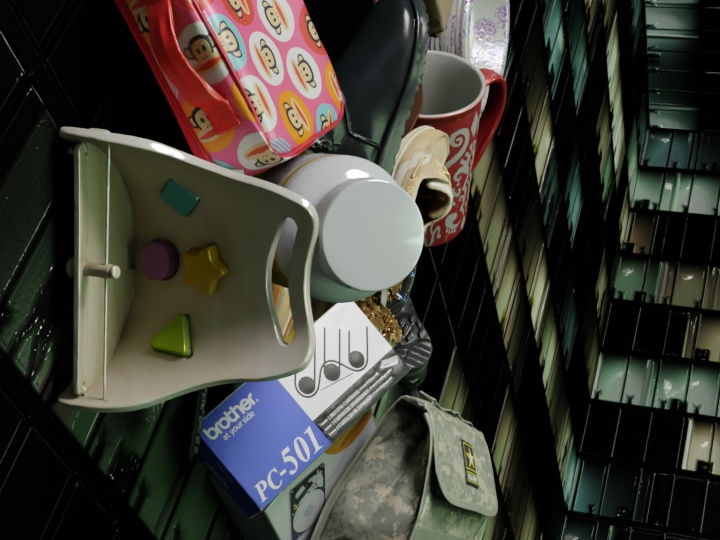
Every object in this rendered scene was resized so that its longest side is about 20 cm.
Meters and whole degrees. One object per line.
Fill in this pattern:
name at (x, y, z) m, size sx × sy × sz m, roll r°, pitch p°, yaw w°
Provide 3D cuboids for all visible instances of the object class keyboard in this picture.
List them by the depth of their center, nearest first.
keyboard at (-0.113, 0.048, 0.976) m, size 0.104 × 0.039 × 0.201 m, roll -163°, pitch -97°, yaw -78°

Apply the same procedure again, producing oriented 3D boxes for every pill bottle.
pill bottle at (-0.028, -0.035, 0.953) m, size 0.200 × 0.112 × 0.113 m, roll -163°, pitch -103°, yaw -67°

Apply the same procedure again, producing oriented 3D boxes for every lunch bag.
lunch bag at (-0.101, -0.169, 0.914) m, size 0.201 × 0.082 × 0.176 m, roll 64°, pitch 27°, yaw -11°
lunch bag at (0.056, 0.228, 1.200) m, size 0.164 × 0.117 × 0.201 m, roll 34°, pitch 79°, yaw -59°

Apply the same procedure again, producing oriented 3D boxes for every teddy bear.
teddy bear at (0.000, 0.000, 1.238) m, size 0.145 × 0.066 × 0.201 m, roll -11°, pitch 95°, yaw -65°

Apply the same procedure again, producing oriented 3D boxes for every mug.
mug at (0.095, -0.138, 1.429) m, size 0.134 × 0.177 × 0.201 m, roll -106°, pitch -168°, yaw -47°

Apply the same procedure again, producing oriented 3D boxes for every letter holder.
letter holder at (-0.004, -0.229, 1.235) m, size 0.142 × 0.100 × 0.201 m, roll -63°, pitch 152°, yaw -49°

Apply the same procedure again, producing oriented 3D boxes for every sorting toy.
sorting toy at (-0.115, 0.002, 0.873) m, size 0.107 × 0.179 × 0.201 m, roll -24°, pitch 119°, yaw -67°

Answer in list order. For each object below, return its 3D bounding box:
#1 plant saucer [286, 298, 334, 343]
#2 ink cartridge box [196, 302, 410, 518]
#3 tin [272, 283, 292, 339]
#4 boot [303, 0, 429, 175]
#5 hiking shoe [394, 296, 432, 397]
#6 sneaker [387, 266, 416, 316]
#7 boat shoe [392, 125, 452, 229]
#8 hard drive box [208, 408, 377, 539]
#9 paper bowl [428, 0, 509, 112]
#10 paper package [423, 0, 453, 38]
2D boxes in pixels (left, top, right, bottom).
plant saucer at (-0.045, 0.083, 1.291) m, size 0.200 × 0.048 × 0.201 m, roll 73°, pitch 31°, yaw -48°
ink cartridge box at (-0.055, 0.119, 1.100) m, size 0.200 × 0.094 × 0.044 m, roll -40°, pitch 179°, yaw -29°
tin at (-0.079, -0.012, 1.119) m, size 0.112 × 0.042 × 0.201 m, roll 70°, pitch 31°, yaw -46°
boot at (-0.036, -0.168, 1.072) m, size 0.168 × 0.076 × 0.201 m, roll 13°, pitch 93°, yaw -32°
hiking shoe at (0.028, 0.052, 1.395) m, size 0.101 × 0.075 × 0.201 m, roll 89°, pitch -11°, yaw -52°
sneaker at (0.022, -0.037, 1.358) m, size 0.077 × 0.075 × 0.201 m, roll 91°, pitch -3°, yaw -69°
boat shoe at (0.058, -0.072, 1.201) m, size 0.200 × 0.069 × 0.074 m, roll -60°, pitch 149°, yaw -43°
hard drive box at (-0.049, 0.212, 1.214) m, size 0.156 × 0.077 × 0.200 m, roll -49°, pitch 146°, yaw -24°
paper bowl at (0.114, -0.300, 1.529) m, size 0.201 × 0.104 × 0.202 m, roll 7°, pitch 90°, yaw -71°
paper package at (0.051, -0.393, 1.327) m, size 0.191 × 0.103 × 0.201 m, roll 63°, pitch 39°, yaw -58°
